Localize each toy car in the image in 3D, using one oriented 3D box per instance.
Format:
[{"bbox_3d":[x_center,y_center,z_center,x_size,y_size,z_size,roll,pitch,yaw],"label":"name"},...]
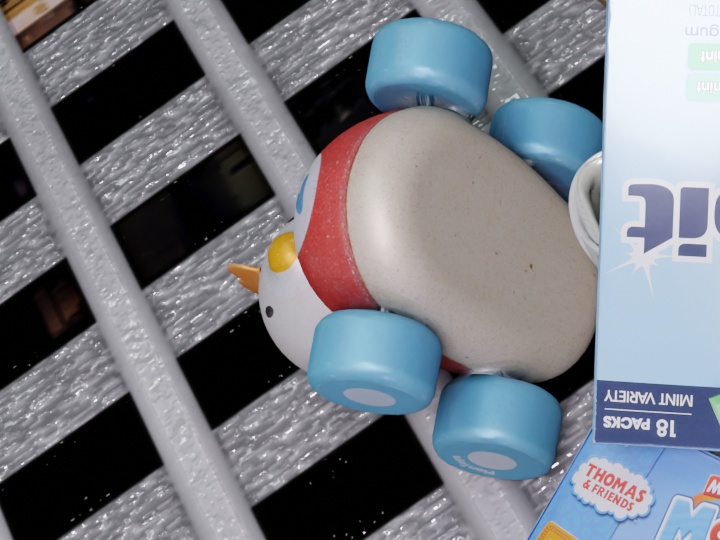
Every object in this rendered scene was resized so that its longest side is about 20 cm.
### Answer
[{"bbox_3d":[0.000,0.000,1.352,0.200,0.177,0.185,-10,61,43],"label":"toy car"}]

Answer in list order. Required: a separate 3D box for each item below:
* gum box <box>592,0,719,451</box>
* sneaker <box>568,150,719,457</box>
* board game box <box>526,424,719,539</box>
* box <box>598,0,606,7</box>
[{"bbox_3d":[0.188,-0.021,1.170,0.169,0.201,0.045,3,11,9],"label":"gum box"},{"bbox_3d":[0.152,0.028,1.253,0.074,0.116,0.200,-32,46,4],"label":"sneaker"},{"bbox_3d":[0.119,0.174,1.189,0.151,0.037,0.200,25,83,43],"label":"board game box"},{"bbox_3d":[0.200,-0.189,1.466,0.163,0.021,0.200,-40,44,-1],"label":"box"}]
